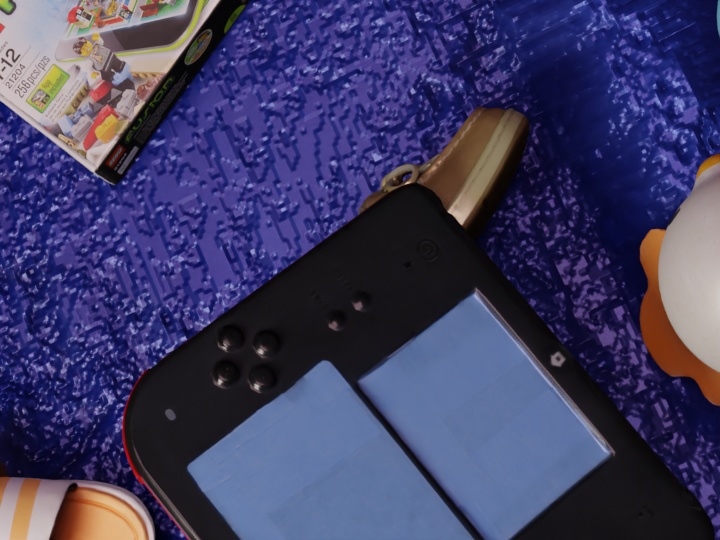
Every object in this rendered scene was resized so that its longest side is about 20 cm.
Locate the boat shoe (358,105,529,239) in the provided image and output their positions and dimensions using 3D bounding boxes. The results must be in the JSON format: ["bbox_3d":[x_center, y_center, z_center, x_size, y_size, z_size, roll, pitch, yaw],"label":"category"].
[{"bbox_3d":[0.000,0.001,0.863,0.063,0.073,0.201,38,97,8],"label":"boat shoe"}]

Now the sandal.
[{"bbox_3d":[-0.198,0.134,0.882,0.205,0.059,0.080,0,82,10],"label":"sandal"}]

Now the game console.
[{"bbox_3d":[0.021,0.084,0.770,0.176,0.031,0.200,-37,80,-16],"label":"game console"}]

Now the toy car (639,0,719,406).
[{"bbox_3d":[0.184,-0.028,0.809,0.200,0.184,0.178,-34,72,34],"label":"toy car"}]

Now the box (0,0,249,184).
[{"bbox_3d":[-0.105,-0.155,0.920,0.110,0.035,0.201,35,89,13],"label":"box"}]
